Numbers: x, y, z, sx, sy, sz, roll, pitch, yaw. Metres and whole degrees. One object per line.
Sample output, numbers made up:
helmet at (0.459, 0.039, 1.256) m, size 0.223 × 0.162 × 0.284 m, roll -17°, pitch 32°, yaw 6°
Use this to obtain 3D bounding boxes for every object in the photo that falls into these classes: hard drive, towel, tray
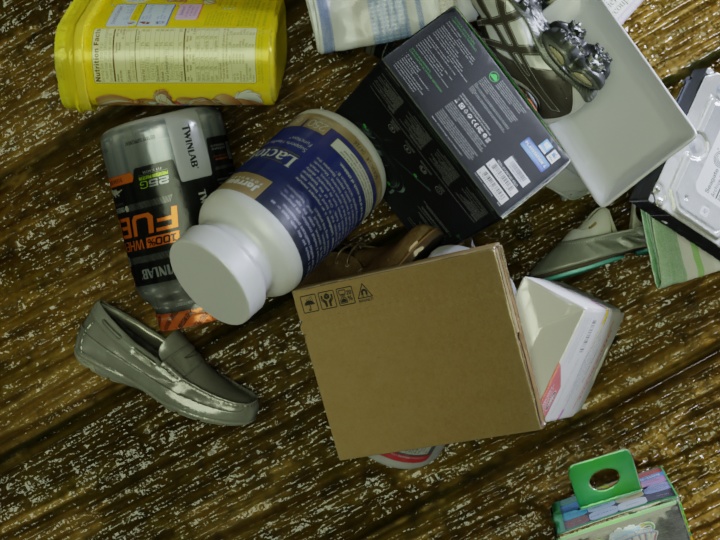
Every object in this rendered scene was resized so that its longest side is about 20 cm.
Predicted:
hard drive at (0.356, -0.076, 1.242) m, size 0.199 × 0.038 × 0.140 m, roll 31°, pitch 80°, yaw -19°
towel at (0.038, -0.289, 1.244) m, size 0.198 × 0.024 × 0.148 m, roll -12°, pitch 100°, yaw 1°
towel at (0.348, -0.081, 1.269) m, size 0.199 × 0.023 × 0.154 m, roll -15°, pitch 96°, yaw -23°
tray at (0.216, -0.163, 1.232) m, size 0.107 × 0.022 × 0.201 m, roll -38°, pitch 61°, yaw 20°

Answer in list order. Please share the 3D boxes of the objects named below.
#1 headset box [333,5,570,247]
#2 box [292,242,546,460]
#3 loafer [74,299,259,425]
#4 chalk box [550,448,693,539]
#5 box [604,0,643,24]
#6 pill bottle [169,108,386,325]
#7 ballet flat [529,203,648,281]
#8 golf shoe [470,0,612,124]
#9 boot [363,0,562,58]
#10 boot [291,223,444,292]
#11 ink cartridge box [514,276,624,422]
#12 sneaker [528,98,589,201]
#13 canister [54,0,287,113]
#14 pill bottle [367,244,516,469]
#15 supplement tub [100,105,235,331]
headset box at (0.073, -0.117, 1.247) m, size 0.093 × 0.200 × 0.175 m, roll -37°, pitch 90°, yaw -20°
box at (0.049, 0.076, 1.184) m, size 0.199 × 0.021 × 0.165 m, roll -12°, pitch 98°, yaw 25°
loafer at (-0.190, 0.094, 1.349) m, size 0.199 × 0.070 × 0.070 m, roll 23°, pitch 105°, yaw 3°
chalk box at (0.258, 0.271, 1.301) m, size 0.124 × 0.124 × 0.201 m, roll -18°, pitch 92°, yaw 7°
box at (0.278, -0.296, 1.291) m, size 0.039 × 0.041 × 0.200 m, roll 42°, pitch 96°, yaw 0°
pill bottle at (-0.075, -0.048, 1.233) m, size 0.116 × 0.116 × 0.200 m, roll 44°, pitch 57°, yaw 0°
ballet flat at (0.255, -0.037, 1.306) m, size 0.199 × 0.067 × 0.064 m, roll -13°, pitch 87°, yaw 0°
golf shoe at (0.129, -0.216, 1.213) m, size 0.200 × 0.078 × 0.095 m, roll 48°, pitch 123°, yaw 6°
boot at (0.109, -0.264, 1.293) m, size 0.153 × 0.073 × 0.204 m, roll 32°, pitch 98°, yaw -2°
boot at (0.000, 0.000, 1.290) m, size 0.200 × 0.073 × 0.076 m, roll -39°, pitch 82°, yaw 42°
ink cartridge box at (0.181, 0.074, 1.265) m, size 0.067 × 0.200 × 0.117 m, roll 27°, pitch 97°, yaw 21°
sneaker at (0.229, -0.110, 1.305) m, size 0.198 × 0.076 × 0.093 m, roll 4°, pitch 124°, yaw -5°
canister at (-0.174, -0.211, 1.284) m, size 0.198 × 0.149 × 0.087 m, roll 0°, pitch 121°, yaw 3°
pill bottle at (0.064, 0.079, 1.264) m, size 0.119 × 0.120 × 0.201 m, roll 29°, pitch 125°, yaw 2°
supplement tub at (-0.172, -0.050, 1.309) m, size 0.122 × 0.123 × 0.201 m, roll -14°, pitch 94°, yaw 6°
